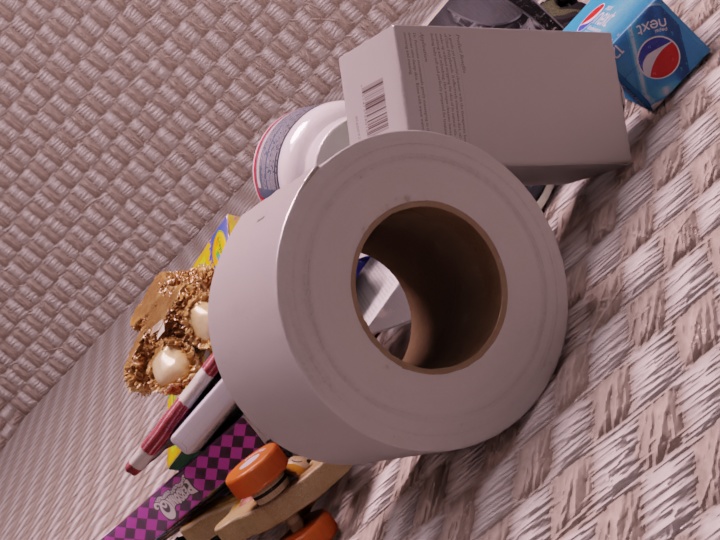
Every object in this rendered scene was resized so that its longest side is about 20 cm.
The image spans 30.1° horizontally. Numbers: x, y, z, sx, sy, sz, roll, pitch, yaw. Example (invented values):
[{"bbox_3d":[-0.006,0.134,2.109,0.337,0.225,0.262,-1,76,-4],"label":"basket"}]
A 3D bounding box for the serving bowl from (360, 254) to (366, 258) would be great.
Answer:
[{"bbox_3d":[-0.032,0.039,1.350,0.200,0.066,0.200,-47,11,12],"label":"serving bowl"}]

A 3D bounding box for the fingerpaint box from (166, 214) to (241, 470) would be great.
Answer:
[{"bbox_3d":[-0.128,0.076,1.320,0.167,0.073,0.200,-52,34,42],"label":"fingerpaint box"}]

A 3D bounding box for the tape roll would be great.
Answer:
[{"bbox_3d":[0.015,0.023,0.873,0.203,0.203,0.139,-54,13,-23],"label":"tape roll"}]

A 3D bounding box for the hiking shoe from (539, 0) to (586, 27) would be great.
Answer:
[{"bbox_3d":[0.198,-0.247,1.438,0.101,0.076,0.200,-43,19,-12],"label":"hiking shoe"}]

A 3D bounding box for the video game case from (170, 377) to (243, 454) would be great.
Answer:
[{"bbox_3d":[-0.074,0.068,1.105,0.200,0.022,0.182,-50,-4,-5],"label":"video game case"}]

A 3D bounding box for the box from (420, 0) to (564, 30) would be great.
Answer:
[{"bbox_3d":[0.108,-0.170,1.265,0.200,0.158,0.048,-50,11,-10],"label":"box"}]

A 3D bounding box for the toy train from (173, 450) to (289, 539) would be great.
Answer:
[{"bbox_3d":[-0.113,0.213,1.169,0.200,0.034,0.046,-42,1,35],"label":"toy train"}]

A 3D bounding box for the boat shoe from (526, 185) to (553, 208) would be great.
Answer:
[{"bbox_3d":[0.141,-0.096,1.139,0.200,0.062,0.075,-54,17,-13],"label":"boat shoe"}]

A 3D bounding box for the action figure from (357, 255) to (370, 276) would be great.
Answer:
[{"bbox_3d":[0.000,0.000,1.240,0.200,0.052,0.065,-19,-28,-12],"label":"action figure"}]

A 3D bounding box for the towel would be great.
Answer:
[{"bbox_3d":[-0.109,0.076,1.087,0.200,0.023,0.144,-52,-2,6],"label":"towel"}]

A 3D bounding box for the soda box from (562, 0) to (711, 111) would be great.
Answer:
[{"bbox_3d":[0.224,-0.191,1.130,0.068,0.064,0.200,-47,12,9],"label":"soda box"}]

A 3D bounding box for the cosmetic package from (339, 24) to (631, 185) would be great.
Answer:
[{"bbox_3d":[0.095,-0.119,0.995,0.085,0.200,0.108,-18,76,58],"label":"cosmetic package"}]

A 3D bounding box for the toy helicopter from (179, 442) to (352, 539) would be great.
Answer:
[{"bbox_3d":[-0.073,0.170,1.035,0.200,0.079,0.132,-31,9,46],"label":"toy helicopter"}]

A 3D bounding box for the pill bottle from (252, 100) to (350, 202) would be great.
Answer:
[{"bbox_3d":[-0.019,-0.085,1.143,0.120,0.120,0.200,-50,13,-6],"label":"pill bottle"}]

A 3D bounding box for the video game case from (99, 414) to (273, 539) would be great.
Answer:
[{"bbox_3d":[-0.110,0.163,1.150,0.200,0.036,0.181,-42,-7,27],"label":"video game case"}]

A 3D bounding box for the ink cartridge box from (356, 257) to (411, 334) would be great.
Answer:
[{"bbox_3d":[0.027,0.023,1.071,0.200,0.047,0.160,-57,10,4],"label":"ink cartridge box"}]

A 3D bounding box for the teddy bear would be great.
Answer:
[{"bbox_3d":[-0.153,0.054,1.201,0.145,0.067,0.200,-62,20,-14],"label":"teddy bear"}]
